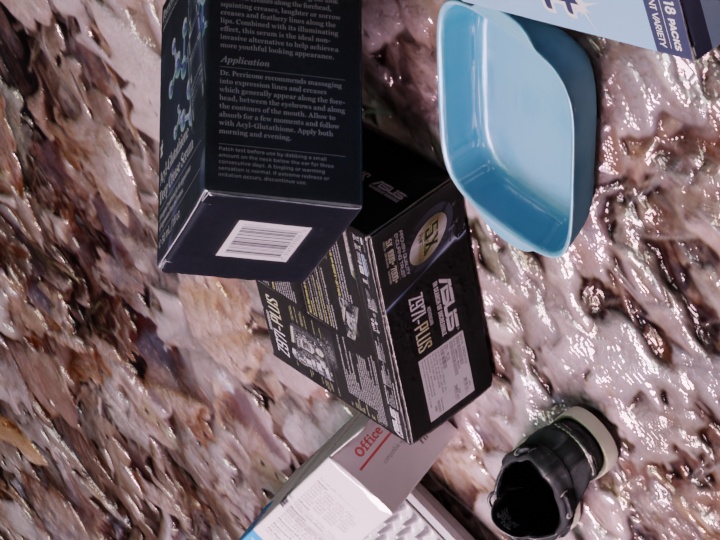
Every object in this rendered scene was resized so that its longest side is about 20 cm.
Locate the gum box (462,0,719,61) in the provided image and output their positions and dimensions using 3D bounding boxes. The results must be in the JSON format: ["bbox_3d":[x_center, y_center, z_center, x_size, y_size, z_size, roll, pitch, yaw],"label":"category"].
[{"bbox_3d":[0.112,-0.217,1.412,0.200,0.045,0.170,22,140,49],"label":"gum box"}]

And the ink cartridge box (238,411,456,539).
[{"bbox_3d":[-0.003,0.160,1.941,0.068,0.116,0.200,43,134,-1],"label":"ink cartridge box"}]

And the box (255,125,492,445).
[{"bbox_3d":[0.000,0.000,1.820,0.164,0.086,0.200,30,145,41],"label":"box"}]

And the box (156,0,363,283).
[{"bbox_3d":[-0.068,-0.112,1.665,0.148,0.107,0.200,129,144,-64],"label":"box"}]

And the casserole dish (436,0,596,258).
[{"bbox_3d":[0.102,-0.096,1.585,0.121,0.039,0.200,37,150,31],"label":"casserole dish"}]

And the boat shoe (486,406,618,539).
[{"bbox_3d":[0.125,0.164,1.829,0.075,0.066,0.199,51,154,6],"label":"boat shoe"}]

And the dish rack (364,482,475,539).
[{"bbox_3d":[0.033,0.238,2.066,0.200,0.044,0.172,46,134,18],"label":"dish rack"}]
